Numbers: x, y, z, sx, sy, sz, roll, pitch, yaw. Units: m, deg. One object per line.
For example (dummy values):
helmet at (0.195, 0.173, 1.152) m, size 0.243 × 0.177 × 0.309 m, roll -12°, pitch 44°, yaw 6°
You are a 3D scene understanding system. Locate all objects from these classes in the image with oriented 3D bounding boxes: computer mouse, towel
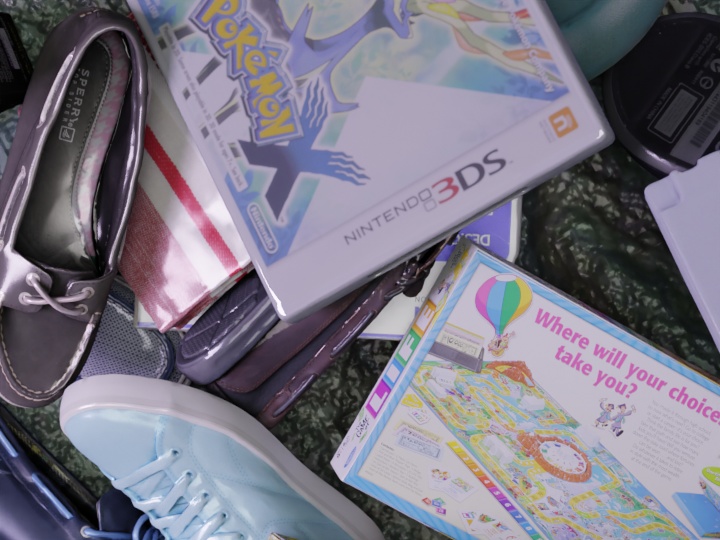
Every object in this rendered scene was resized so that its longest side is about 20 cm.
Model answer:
computer mouse at (0.206, -0.049, 1.319) m, size 0.200 × 0.053 × 0.139 m, roll 38°, pitch 83°, yaw 18°
towel at (-0.060, -0.083, 1.312) m, size 0.200 × 0.023 × 0.144 m, roll -38°, pitch 77°, yaw 15°

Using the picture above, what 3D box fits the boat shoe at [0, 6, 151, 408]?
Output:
boat shoe at (-0.145, -0.030, 1.288) m, size 0.067 × 0.057 × 0.200 m, roll 11°, pitch 90°, yaw -19°

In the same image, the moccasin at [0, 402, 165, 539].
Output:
moccasin at (-0.136, 0.135, 1.358) m, size 0.200 × 0.080 × 0.068 m, roll 35°, pitch 90°, yaw 0°

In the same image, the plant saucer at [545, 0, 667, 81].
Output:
plant saucer at (0.064, -0.181, 1.323) m, size 0.200 × 0.027 × 0.200 m, roll 0°, pitch 75°, yaw 1°

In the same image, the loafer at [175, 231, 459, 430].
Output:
loafer at (0.000, 0.000, 1.313) m, size 0.200 × 0.072 × 0.063 m, roll -40°, pitch 111°, yaw 9°

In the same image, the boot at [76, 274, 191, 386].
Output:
boot at (-0.181, 0.022, 1.347) m, size 0.200 × 0.090 × 0.073 m, roll 19°, pitch 94°, yaw 2°

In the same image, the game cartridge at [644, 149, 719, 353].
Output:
game cartridge at (0.252, -0.021, 1.257) m, size 0.200 × 0.041 × 0.133 m, roll -23°, pitch 67°, yaw 1°

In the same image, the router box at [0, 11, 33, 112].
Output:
router box at (-0.267, -0.070, 1.318) m, size 0.200 × 0.149 × 0.051 m, roll -23°, pitch 93°, yaw 4°

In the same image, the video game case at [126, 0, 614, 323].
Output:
video game case at (-0.002, -0.104, 1.265) m, size 0.182 × 0.022 × 0.200 m, roll -30°, pitch 76°, yaw 14°

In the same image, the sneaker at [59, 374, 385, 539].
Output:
sneaker at (-0.068, 0.125, 1.314) m, size 0.200 × 0.082 × 0.074 m, roll 33°, pitch 133°, yaw -22°

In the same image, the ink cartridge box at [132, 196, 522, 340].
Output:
ink cartridge box at (-0.015, -0.065, 1.356) m, size 0.198 × 0.043 × 0.200 m, roll 3°, pitch 92°, yaw 2°

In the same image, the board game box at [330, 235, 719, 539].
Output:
board game box at (0.104, 0.089, 1.337) m, size 0.200 × 0.034 × 0.135 m, roll 29°, pitch 95°, yaw -15°

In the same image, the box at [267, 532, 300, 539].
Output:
box at (0.026, 0.257, 1.294) m, size 0.200 × 0.122 × 0.193 m, roll 21°, pitch 95°, yaw -30°
